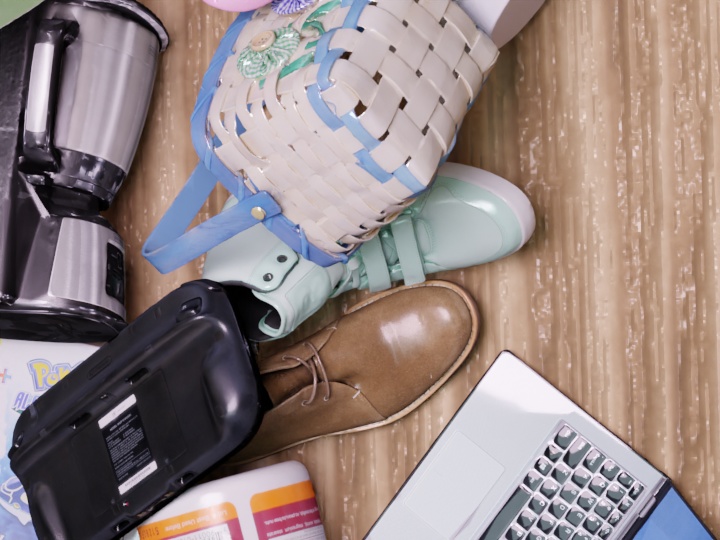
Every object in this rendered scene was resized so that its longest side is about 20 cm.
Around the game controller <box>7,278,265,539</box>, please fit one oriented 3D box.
[{"bbox_3d":[-0.133,0.091,1.558,0.200,0.042,0.105,-37,69,34],"label":"game controller"}]

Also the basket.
[{"bbox_3d":[-0.030,-0.089,1.520,0.139,0.177,0.200,42,137,-17],"label":"basket"}]

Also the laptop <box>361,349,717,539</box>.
[{"bbox_3d":[0.095,0.181,1.538,0.200,0.116,0.188,38,99,12],"label":"laptop"}]

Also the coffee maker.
[{"bbox_3d":[-0.218,-0.063,1.608,0.191,0.134,0.202,1,75,33],"label":"coffee maker"}]

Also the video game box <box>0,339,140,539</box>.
[{"bbox_3d":[-0.214,0.126,1.659,0.199,0.047,0.184,12,91,15],"label":"video game box"}]

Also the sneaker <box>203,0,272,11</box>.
[{"bbox_3d":[-0.118,-0.225,1.455,0.199,0.096,0.079,27,58,3],"label":"sneaker"}]

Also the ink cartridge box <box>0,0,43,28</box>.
[{"bbox_3d":[-0.236,-0.181,1.541,0.145,0.200,0.048,7,115,28],"label":"ink cartridge box"}]

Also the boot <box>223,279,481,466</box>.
[{"bbox_3d":[-0.021,0.066,1.591,0.199,0.075,0.074,-26,81,12],"label":"boot"}]

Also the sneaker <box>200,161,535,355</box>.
[{"bbox_3d":[0.000,0.000,1.557,0.199,0.119,0.074,-3,128,21],"label":"sneaker"}]

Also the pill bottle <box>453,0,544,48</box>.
[{"bbox_3d":[0.023,-0.220,1.560,0.200,0.111,0.111,39,99,12],"label":"pill bottle"}]

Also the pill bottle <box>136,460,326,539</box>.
[{"bbox_3d":[-0.059,0.222,1.582,0.109,0.110,0.201,-16,85,14],"label":"pill bottle"}]
